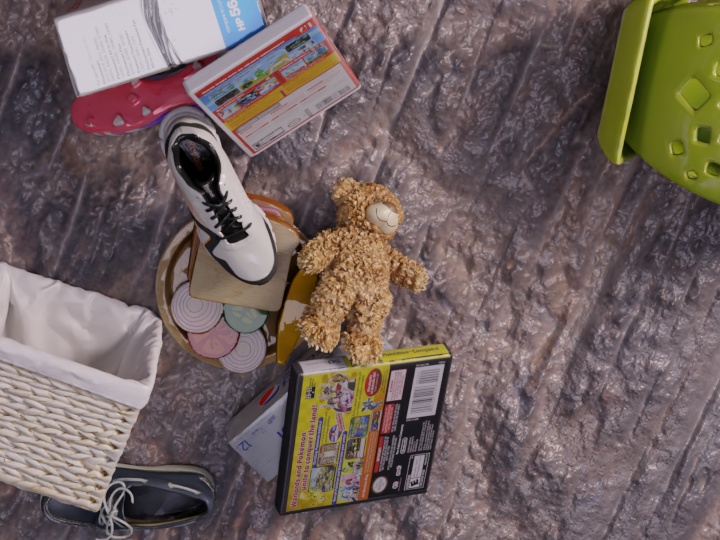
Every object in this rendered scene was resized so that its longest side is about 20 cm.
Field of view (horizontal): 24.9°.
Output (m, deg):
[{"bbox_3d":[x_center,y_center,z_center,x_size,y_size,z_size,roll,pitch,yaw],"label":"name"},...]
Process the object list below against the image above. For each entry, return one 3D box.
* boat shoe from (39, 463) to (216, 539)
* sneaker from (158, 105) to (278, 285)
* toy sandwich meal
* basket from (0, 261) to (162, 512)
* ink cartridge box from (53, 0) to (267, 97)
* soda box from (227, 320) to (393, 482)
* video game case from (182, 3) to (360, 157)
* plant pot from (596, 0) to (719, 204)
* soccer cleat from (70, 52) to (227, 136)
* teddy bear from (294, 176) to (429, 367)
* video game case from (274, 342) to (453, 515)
[{"bbox_3d":[-0.261,0.261,1.819,0.198,0.062,0.076,1,109,-4],"label":"boat shoe"},{"bbox_3d":[-0.146,-0.066,1.650,0.073,0.080,0.201,-30,108,2],"label":"sneaker"},{"bbox_3d":[-0.128,0.018,1.753,0.203,0.070,0.208,-1,107,-4],"label":"toy sandwich meal"},{"bbox_3d":[-0.324,0.120,1.705,0.198,0.199,0.162,18,109,-10],"label":"basket"},{"bbox_3d":[-0.197,-0.251,1.628,0.198,0.146,0.085,-17,107,0],"label":"ink cartridge box"},{"bbox_3d":[-0.053,0.138,1.799,0.200,0.064,0.068,-42,107,8],"label":"soda box"},{"bbox_3d":[-0.085,-0.187,1.644,0.142,0.200,0.018,-32,71,5],"label":"video game case"},{"bbox_3d":[0.355,-0.186,1.660,0.180,0.199,0.202,16,107,20],"label":"plant pot"},{"bbox_3d":[-0.204,-0.177,1.697,0.198,0.076,0.067,-15,71,14],"label":"soccer cleat"},{"bbox_3d":[0.000,0.000,1.714,0.144,0.067,0.201,34,70,-6],"label":"teddy bear"},{"bbox_3d":[0.002,0.174,1.780,0.179,0.026,0.202,-6,126,-21],"label":"video game case"}]
